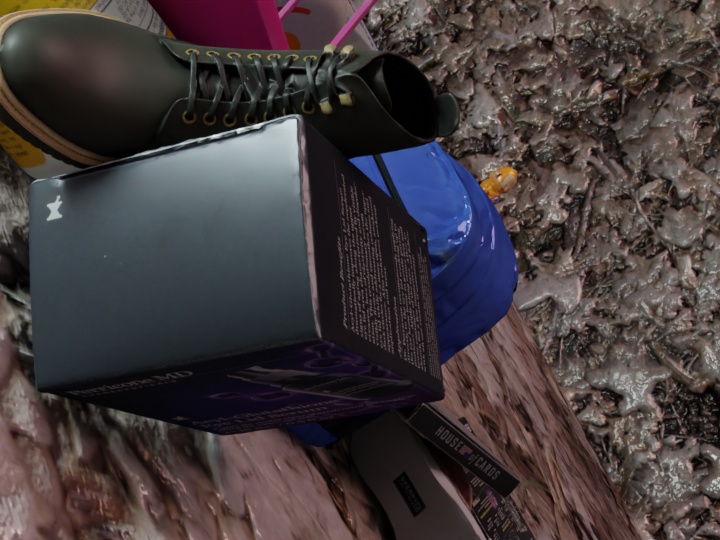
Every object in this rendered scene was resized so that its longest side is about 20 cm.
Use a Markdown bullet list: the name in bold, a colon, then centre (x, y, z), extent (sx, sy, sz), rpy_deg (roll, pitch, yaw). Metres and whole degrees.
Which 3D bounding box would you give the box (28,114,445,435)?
- **box**: centre (-0.055, 0.014, 0.630), extent (0.200, 0.146, 0.106), rpy_deg (31, 50, -65)

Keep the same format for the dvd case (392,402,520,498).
- **dvd case**: centre (0.029, 0.092, 0.980), extent (0.150, 0.025, 0.200), rpy_deg (41, 0, -42)

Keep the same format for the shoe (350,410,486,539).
- **shoe**: centre (0.065, 0.198, 0.929), extent (0.091, 0.071, 0.201), rpy_deg (35, 20, -51)

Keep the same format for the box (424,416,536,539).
- **box**: centre (0.104, 0.221, 1.124), extent (0.161, 0.043, 0.200), rpy_deg (60, 11, 8)

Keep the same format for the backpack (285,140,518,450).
- **backpack**: centre (0.000, 0.000, 0.840), extent (0.168, 0.199, 0.164), rpy_deg (44, 18, -52)

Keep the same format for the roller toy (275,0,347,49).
- **roller toy**: centre (-0.106, -0.208, 0.965), extent (0.141, 0.198, 0.183), rpy_deg (63, -16, 19)

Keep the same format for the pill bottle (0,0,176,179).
- **pill bottle**: centre (-0.165, -0.120, 0.653), extent (0.201, 0.112, 0.113), rpy_deg (52, 12, -30)

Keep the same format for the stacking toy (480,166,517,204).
- **stacking toy**: centre (0.122, -0.073, 1.605), extent (0.116, 0.199, 0.111), rpy_deg (44, 17, -54)

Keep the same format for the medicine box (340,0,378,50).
- **medicine box**: centre (-0.062, -0.387, 1.900), extent (0.200, 0.102, 0.184), rpy_deg (38, 23, -60)

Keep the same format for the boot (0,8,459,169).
- **boot**: centre (-0.061, -0.090, 0.577), extent (0.199, 0.137, 0.079), rpy_deg (7, 78, -50)

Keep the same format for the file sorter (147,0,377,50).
- **file sorter**: centre (-0.096, -0.204, 0.701), extent (0.198, 0.126, 0.140), rpy_deg (24, -27, 28)
